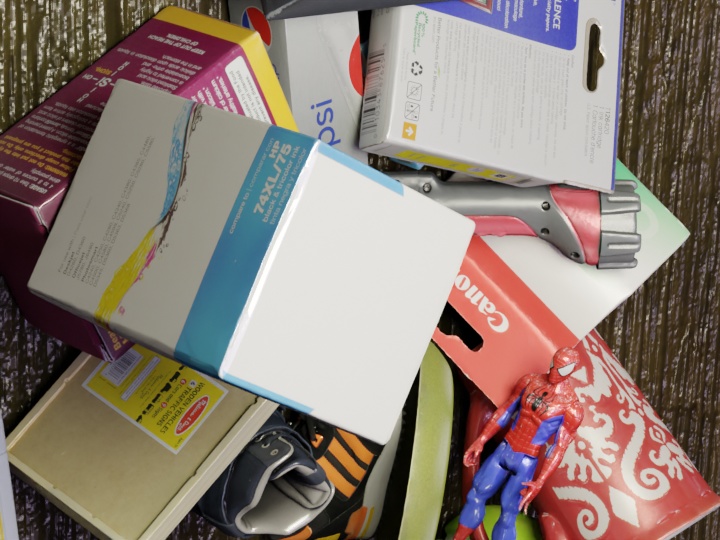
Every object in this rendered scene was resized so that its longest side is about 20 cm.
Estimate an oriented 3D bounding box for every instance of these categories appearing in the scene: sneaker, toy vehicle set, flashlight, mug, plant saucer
[{"bbox_3d":[-0.056,0.092,1.649,0.077,0.146,0.203,41,75,-41],"label":"sneaker"},{"bbox_3d":[-0.133,0.086,1.591,0.200,0.124,0.027,-49,161,-17],"label":"toy vehicle set"},{"bbox_3d":[0.104,-0.034,1.736,0.068,0.199,0.068,88,0,-63],"label":"flashlight"},{"bbox_3d":[0.157,0.135,1.806,0.177,0.133,0.201,-21,75,-46],"label":"mug"},{"bbox_3d":[0.040,0.145,1.735,0.031,0.200,0.201,8,102,-4],"label":"plant saucer"},{"bbox_3d":[-0.025,0.124,1.718,0.090,0.070,0.201,-9,130,-21],"label":"sneaker"}]

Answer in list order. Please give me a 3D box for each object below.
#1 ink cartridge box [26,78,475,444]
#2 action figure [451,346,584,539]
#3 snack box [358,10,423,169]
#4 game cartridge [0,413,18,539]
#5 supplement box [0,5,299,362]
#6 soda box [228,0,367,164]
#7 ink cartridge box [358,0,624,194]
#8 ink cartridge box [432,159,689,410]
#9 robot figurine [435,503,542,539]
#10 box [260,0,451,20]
[{"bbox_3d":[-0.068,-0.008,1.417,0.146,0.200,0.147,26,86,-44],"label":"ink cartridge box"},{"bbox_3d":[0.111,0.145,1.731,0.052,0.065,0.201,9,111,-58],"label":"action figure"},{"bbox_3d":[0.076,-0.183,1.744,0.200,0.037,0.116,-45,129,-22],"label":"snack box"},{"bbox_3d":[-0.286,0.188,1.548,0.133,0.040,0.201,-20,118,-32],"label":"game cartridge"},{"bbox_3d":[-0.143,-0.059,1.542,0.200,0.103,0.131,-40,129,-26],"label":"supplement box"},{"bbox_3d":[-0.043,-0.141,1.632,0.068,0.063,0.201,-22,119,-36],"label":"soda box"},{"bbox_3d":[0.097,-0.164,1.683,0.199,0.047,0.199,13,76,-34],"label":"ink cartridge box"},{"bbox_3d":[0.125,-0.018,1.778,0.161,0.050,0.200,46,65,5],"label":"ink cartridge box"},{"bbox_3d":[0.089,0.273,1.867,0.201,0.115,0.176,-57,161,-11],"label":"robot figurine"},{"bbox_3d":[0.023,-0.281,1.547,0.199,0.123,0.199,-12,86,-38],"label":"box"}]
